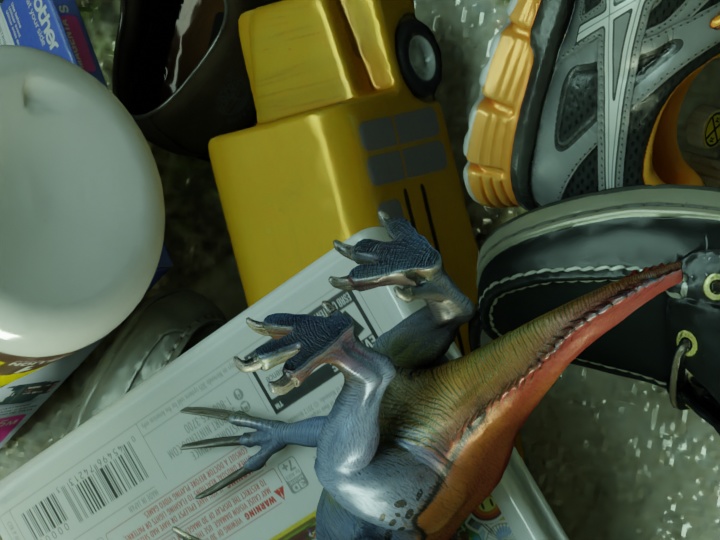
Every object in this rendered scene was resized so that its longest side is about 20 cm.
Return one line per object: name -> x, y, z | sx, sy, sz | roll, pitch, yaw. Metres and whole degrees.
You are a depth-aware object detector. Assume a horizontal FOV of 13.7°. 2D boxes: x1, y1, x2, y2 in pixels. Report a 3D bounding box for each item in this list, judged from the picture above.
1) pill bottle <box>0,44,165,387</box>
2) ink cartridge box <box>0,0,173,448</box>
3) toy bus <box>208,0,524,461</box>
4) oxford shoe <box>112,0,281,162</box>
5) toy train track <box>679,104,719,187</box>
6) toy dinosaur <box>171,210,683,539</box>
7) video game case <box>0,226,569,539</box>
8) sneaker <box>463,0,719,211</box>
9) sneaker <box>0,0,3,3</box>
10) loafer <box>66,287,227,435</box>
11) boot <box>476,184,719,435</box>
pill bottle -> -0.162, -0.002, 1.076 | 0.200, 0.109, 0.110 | -23, 71, 52
ink cartridge box -> -0.134, -0.020, 1.158 | 0.200, 0.042, 0.120 | -45, 60, 49
toy bus -> 0.000, 0.000, 1.066 | 0.065, 0.078, 0.201 | -12, 94, 33
oxford shoe -> -0.048, -0.141, 1.122 | 0.073, 0.084, 0.201 | 9, 89, 37
toy train track -> 0.140, -0.064, 1.013 | 0.114, 0.032, 0.201 | 18, 95, 35
toy dinosaur -> 0.006, 0.084, 0.950 | 0.199, 0.105, 0.182 | 6, 129, 26
video game case -> -0.020, 0.111, 1.042 | 0.200, 0.023, 0.182 | -34, 82, 30
sneaker -> 0.095, -0.104, 0.964 | 0.077, 0.078, 0.200 | 22, 117, 15
sneaker -> -0.126, -0.190, 1.160 | 0.200, 0.091, 0.076 | -57, 17, 23
loafer -> -0.079, 0.107, 1.132 | 0.070, 0.070, 0.201 | 22, 106, 31
boot -> 0.123, 0.057, 0.930 | 0.203, 0.074, 0.154 | 5, 58, 15
